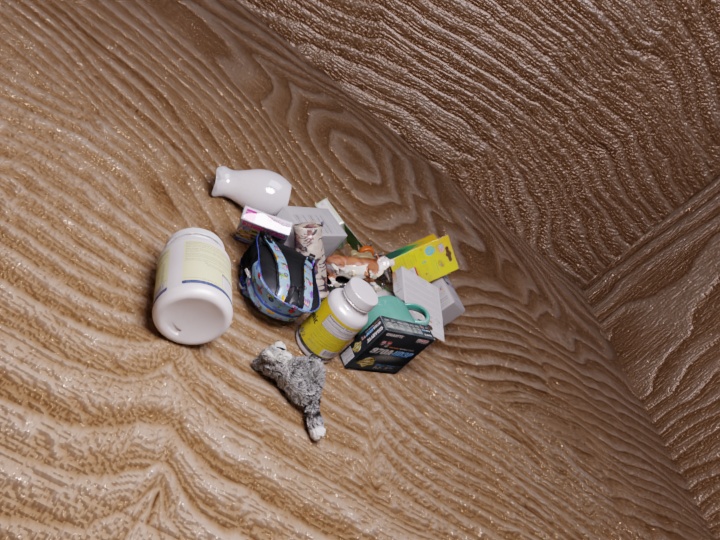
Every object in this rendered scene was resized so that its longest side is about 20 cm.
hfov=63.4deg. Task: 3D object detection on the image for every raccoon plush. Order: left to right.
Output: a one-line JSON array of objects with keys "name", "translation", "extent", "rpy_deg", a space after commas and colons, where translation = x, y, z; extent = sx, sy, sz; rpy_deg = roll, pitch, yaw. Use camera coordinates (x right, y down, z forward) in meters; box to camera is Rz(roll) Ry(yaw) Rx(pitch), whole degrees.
[{"name": "raccoon plush", "translation": [-0.139, 0.233, 1.166], "extent": [0.133, 0.097, 0.201], "rpy_deg": [12, 39, -36]}]

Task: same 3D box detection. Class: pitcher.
[{"name": "pitcher", "translation": [-0.294, -0.225, 1.588], "extent": [0.198, 0.122, 0.172], "rpy_deg": [14, 17, -13]}]

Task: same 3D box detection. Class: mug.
[{"name": "mug", "translation": [0.072, 0.139, 1.537], "extent": [0.183, 0.153, 0.115], "rpy_deg": [4, 45, -37]}]

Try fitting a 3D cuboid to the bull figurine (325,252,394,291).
[{"name": "bull figurine", "translation": [0.000, 0.000, 1.544], "extent": [0.197, 0.066, 0.122], "rpy_deg": [2, 26, -14]}]

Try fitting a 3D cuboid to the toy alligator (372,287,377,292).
[{"name": "toy alligator", "translation": [-0.051, 0.091, 1.483], "extent": [0.054, 0.199, 0.060], "rpy_deg": [22, -46, 56]}]

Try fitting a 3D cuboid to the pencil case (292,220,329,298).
[{"name": "pencil case", "translation": [-0.122, -0.024, 1.479], "extent": [0.089, 0.077, 0.202], "rpy_deg": [-27, 117, -53]}]

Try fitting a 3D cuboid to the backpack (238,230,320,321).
[{"name": "backpack", "translation": [-0.184, 0.037, 1.337], "extent": [0.182, 0.135, 0.201], "rpy_deg": [26, 31, -34]}]

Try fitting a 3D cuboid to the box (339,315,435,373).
[{"name": "box", "translation": [0.068, 0.190, 1.456], "extent": [0.199, 0.159, 0.046], "rpy_deg": [17, 37, -46]}]

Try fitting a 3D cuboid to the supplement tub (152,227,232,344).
[{"name": "supplement tub", "translation": [-0.323, 0.026, 1.132], "extent": [0.144, 0.145, 0.201], "rpy_deg": [27, 30, -32]}]

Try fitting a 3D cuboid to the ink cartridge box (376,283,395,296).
[{"name": "ink cartridge box", "translation": [0.071, 0.093, 1.729], "extent": [0.145, 0.048, 0.200], "rpy_deg": [24, 11, -38]}]

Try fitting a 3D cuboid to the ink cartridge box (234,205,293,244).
[{"name": "ink cartridge box", "translation": [-0.241, -0.092, 1.424], "extent": [0.118, 0.200, 0.042], "rpy_deg": [20, 74, -12]}]

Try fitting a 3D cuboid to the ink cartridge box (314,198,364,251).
[{"name": "ink cartridge box", "translation": [-0.059, -0.105, 1.762], "extent": [0.201, 0.048, 0.146], "rpy_deg": [55, -10, 21]}]

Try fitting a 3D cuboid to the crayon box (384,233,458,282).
[{"name": "crayon box", "translation": [0.188, -0.025, 1.783], "extent": [0.051, 0.198, 0.128], "rpy_deg": [-116, -176, -64]}]

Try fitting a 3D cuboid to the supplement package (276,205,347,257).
[{"name": "supplement package", "translation": [-0.152, -0.100, 1.621], "extent": [0.110, 0.114, 0.199], "rpy_deg": [53, 27, 19]}]

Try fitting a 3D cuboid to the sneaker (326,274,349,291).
[{"name": "sneaker", "translation": [-0.045, 0.047, 1.586], "extent": [0.199, 0.091, 0.076], "rpy_deg": [33, 29, -20]}]

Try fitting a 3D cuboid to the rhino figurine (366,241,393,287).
[{"name": "rhino figurine", "translation": [0.056, -0.010, 1.783], "extent": [0.200, 0.059, 0.088], "rpy_deg": [-129, -160, -58]}]

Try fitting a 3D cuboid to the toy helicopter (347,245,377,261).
[{"name": "toy helicopter", "translation": [-0.049, -0.003, 1.644], "extent": [0.198, 0.133, 0.079], "rpy_deg": [6, 38, -27]}]

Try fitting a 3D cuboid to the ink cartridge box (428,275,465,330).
[{"name": "ink cartridge box", "translation": [0.222, 0.081, 1.859], "extent": [0.084, 0.144, 0.201], "rpy_deg": [35, 24, -44]}]

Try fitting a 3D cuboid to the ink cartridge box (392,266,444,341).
[{"name": "ink cartridge box", "translation": [0.168, 0.105, 1.697], "extent": [0.161, 0.050, 0.202], "rpy_deg": [29, 43, -29]}]

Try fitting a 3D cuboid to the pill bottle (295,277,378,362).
[{"name": "pill bottle", "translation": [-0.052, 0.112, 1.345], "extent": [0.111, 0.200, 0.112], "rpy_deg": [35, 26, -20]}]
